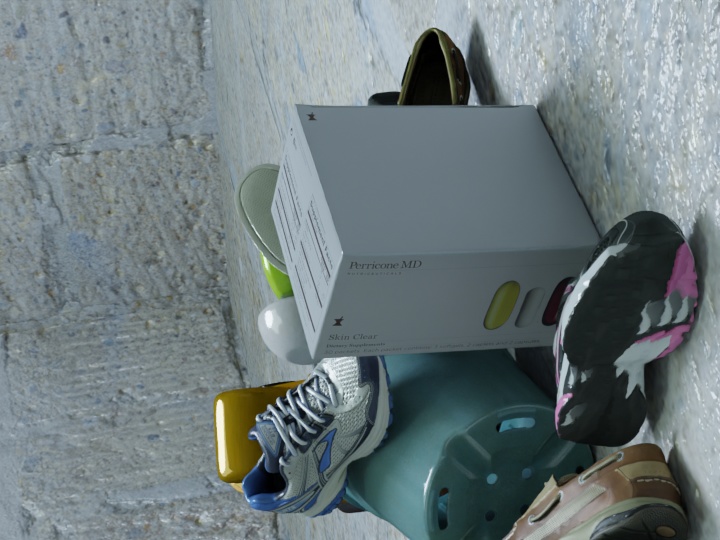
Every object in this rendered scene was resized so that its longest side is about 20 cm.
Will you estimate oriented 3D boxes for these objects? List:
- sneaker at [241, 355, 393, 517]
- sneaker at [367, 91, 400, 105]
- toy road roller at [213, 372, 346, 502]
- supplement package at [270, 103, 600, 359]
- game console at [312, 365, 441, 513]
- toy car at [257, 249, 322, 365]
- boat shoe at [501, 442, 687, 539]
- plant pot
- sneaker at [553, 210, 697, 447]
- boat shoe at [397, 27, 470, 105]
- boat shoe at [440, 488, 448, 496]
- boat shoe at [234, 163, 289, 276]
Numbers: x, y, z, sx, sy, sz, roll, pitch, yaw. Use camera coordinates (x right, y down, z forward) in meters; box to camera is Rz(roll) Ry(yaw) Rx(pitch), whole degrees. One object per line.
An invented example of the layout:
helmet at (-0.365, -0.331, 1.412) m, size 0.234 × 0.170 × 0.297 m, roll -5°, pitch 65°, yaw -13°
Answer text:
sneaker at (-0.038, 0.125, 1.085) m, size 0.077 × 0.084 × 0.201 m, roll 60°, pitch 139°, yaw 40°
sneaker at (0.053, -0.103, 1.331) m, size 0.200 × 0.075 × 0.116 m, roll -128°, pitch 36°, yaw -59°
toy road roller at (-0.051, 0.156, 1.321) m, size 0.145 × 0.198 × 0.125 m, roll 15°, pitch -115°, yaw -56°
supplement package at (0.051, -0.032, 1.034) m, size 0.112 × 0.197 × 0.157 m, roll 106°, pitch 154°, yaw -44°
game console at (0.025, 0.181, 1.609) m, size 0.172 × 0.117 × 0.203 m, roll 164°, pitch 97°, yaw -80°
toy car at (0.000, 0.000, 1.242) m, size 0.199 × 0.149 × 0.177 m, roll 33°, pitch -134°, yaw -47°
boat shoe at (0.152, 0.180, 0.969) m, size 0.200 × 0.075 × 0.075 m, roll -39°, pitch 38°, yaw 46°
plant pot at (0.080, 0.146, 1.134) m, size 0.196 × 0.198 × 0.203 m, roll -143°, pitch 44°, yaw -64°
sneaker at (0.156, 0.026, 0.902) m, size 0.201 × 0.079 × 0.087 m, roll 102°, pitch 167°, yaw -49°
boat shoe at (0.053, -0.113, 1.182) m, size 0.068 × 0.071 × 0.202 m, roll 64°, pitch -156°, yaw -56°
boat shoe at (0.093, 0.130, 1.343) m, size 0.071 × 0.069 × 0.202 m, roll -80°, pitch -14°, yaw -56°
boat shoe at (-0.027, -0.008, 1.126) m, size 0.200 × 0.072 × 0.068 m, roll 41°, pitch 171°, yaw 21°
